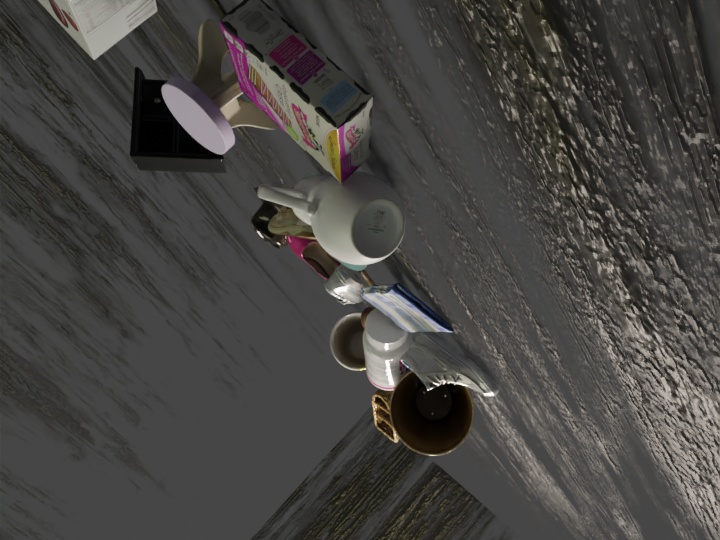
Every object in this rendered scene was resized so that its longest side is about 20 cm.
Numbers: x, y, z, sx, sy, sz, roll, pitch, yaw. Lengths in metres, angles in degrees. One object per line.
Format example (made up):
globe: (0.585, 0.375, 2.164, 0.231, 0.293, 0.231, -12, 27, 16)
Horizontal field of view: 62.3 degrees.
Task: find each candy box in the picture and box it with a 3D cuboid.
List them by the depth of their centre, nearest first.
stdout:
candy box: (-0.075, -0.216, 0.728, 0.200, 0.061, 0.137, 43, 167, 13)

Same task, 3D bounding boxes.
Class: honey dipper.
honey dipper: (0.000, 0.000, 1.224, 0.038, 0.038, 0.201, 31, 162, 48)

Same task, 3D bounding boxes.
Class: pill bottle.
pill bottle: (0.062, 0.175, 1.339, 0.113, 0.113, 0.202, 39, 154, 29)

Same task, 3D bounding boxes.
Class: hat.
hat: (-0.224, -0.113, 1.510, 0.201, 0.081, 0.201, 45, 168, 12)

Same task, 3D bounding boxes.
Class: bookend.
bookend: (-0.394, -0.327, 1.318, 0.196, 0.203, 0.092, 2, 171, -8)

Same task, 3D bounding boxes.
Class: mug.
mug: (0.012, 0.214, 1.630, 0.187, 0.149, 0.153, 50, 177, 13)

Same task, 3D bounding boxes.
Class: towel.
towel: (0.083, 0.077, 1.148, 0.146, 0.024, 0.200, 38, 166, -11)

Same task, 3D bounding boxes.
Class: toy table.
toy table: (-0.215, -0.267, 0.909, 0.199, 0.117, 0.185, 31, 160, 48)

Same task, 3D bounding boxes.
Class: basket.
basket: (0.109, 0.548, 2.330, 0.143, 0.149, 0.199, 50, 168, -21)

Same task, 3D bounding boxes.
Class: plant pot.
plant pot: (0.166, 0.312, 1.379, 0.186, 0.187, 0.200, 43, -179, 10)

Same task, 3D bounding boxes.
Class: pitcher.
pitcher: (-0.042, -0.083, 0.827, 0.169, 0.124, 0.200, 3, -165, -29)

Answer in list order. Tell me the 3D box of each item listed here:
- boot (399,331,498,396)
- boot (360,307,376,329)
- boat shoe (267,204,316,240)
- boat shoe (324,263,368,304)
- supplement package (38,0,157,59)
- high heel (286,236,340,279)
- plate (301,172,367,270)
boot: (0.168, 0.205, 1.165, 0.199, 0.096, 0.074, 36, 165, 38)
boot: (0.077, 0.178, 1.468, 0.075, 0.074, 0.201, 8, 139, 55)
boat shoe: (-0.115, -0.094, 1.078, 0.071, 0.066, 0.199, 5, -176, -25)
boat shoe: (-0.024, 0.041, 1.271, 0.073, 0.068, 0.200, 55, -173, 13)
supplement package: (-0.439, -0.479, 0.916, 0.192, 0.147, 0.200, 47, 167, -6)
high heel: (-0.090, -0.020, 1.365, 0.200, 0.067, 0.096, 50, 178, -38)
plate: (-0.057, -0.081, 1.080, 0.200, 0.025, 0.202, 46, 157, 26)
